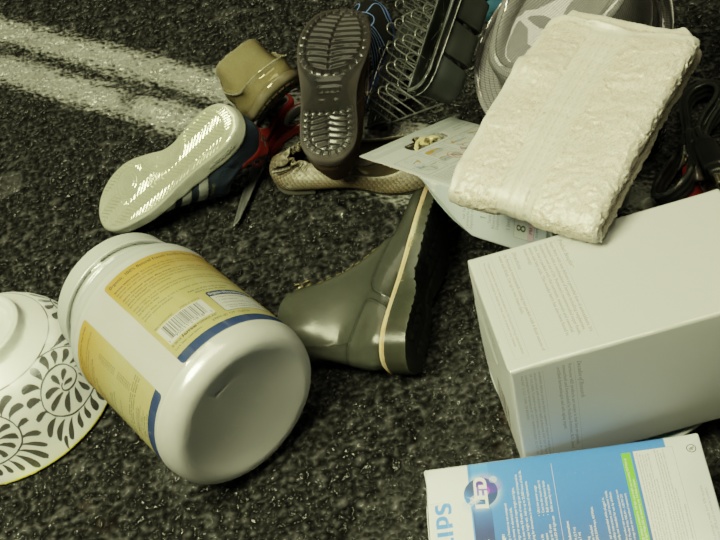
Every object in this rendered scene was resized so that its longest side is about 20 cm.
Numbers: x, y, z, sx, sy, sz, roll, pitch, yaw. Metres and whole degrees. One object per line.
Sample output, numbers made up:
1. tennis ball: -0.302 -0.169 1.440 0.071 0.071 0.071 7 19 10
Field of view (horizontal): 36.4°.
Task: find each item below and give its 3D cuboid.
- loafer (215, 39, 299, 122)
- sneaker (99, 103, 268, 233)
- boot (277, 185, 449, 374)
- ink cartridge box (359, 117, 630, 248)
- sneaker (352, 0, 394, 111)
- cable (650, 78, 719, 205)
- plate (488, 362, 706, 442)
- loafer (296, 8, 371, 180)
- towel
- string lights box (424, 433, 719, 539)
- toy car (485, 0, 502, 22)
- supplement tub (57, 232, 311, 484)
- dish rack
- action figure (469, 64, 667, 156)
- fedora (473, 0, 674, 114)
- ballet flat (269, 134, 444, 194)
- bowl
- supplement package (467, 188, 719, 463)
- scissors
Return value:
1. loafer: -0.116 -0.202 1.154 0.076 0.068 0.200 -41 15 -8
2. sneaker: -0.178 -0.091 1.128 0.199 0.084 0.076 -28 65 24
3. boot: 0.000 0.000 0.985 0.137 0.078 0.201 -1 46 22
4. ink cartridge box: 0.123 -0.081 1.000 0.199 0.058 0.162 16 28 34
5. sneaker: -0.008 -0.253 1.222 0.069 0.078 0.201 -1 47 16
6. cable: 0.317 -0.106 1.029 0.096 0.051 0.201 -21 30 20
7. plate: 0.203 0.068 0.890 0.198 0.026 0.201 -8 46 8
8. loafer: -0.028 -0.174 1.089 0.072 0.071 0.201 4 60 7
9. towel: 0.167 -0.118 0.847 0.132 0.035 0.201 18 67 33
10. string lights box: 0.148 0.184 0.771 0.198 0.059 0.103 -9 45 8
11. toy car: 0.183 -0.341 1.203 0.176 0.186 0.200 13 1 -24
12. supplement tub: -0.151 0.066 0.912 0.144 0.145 0.200 -38 49 -20
13. dish rack: 0.055 -0.223 1.105 0.200 0.054 0.155 -8 60 62
14. action figure: 0.207 -0.181 1.067 0.199 0.119 0.102 35 93 31
15. fedora: 0.177 -0.210 0.971 0.200 0.090 0.178 -39 64 15
16. ballet flat: 0.002 -0.112 1.106 0.198 0.047 0.068 -2 48 15
17. bowl: -0.330 0.084 0.984 0.199 0.095 0.202 -9 45 9
18. supplement package: 0.195 0.045 0.812 0.198 0.120 0.122 -15 42 1
19. scissors: -0.111 -0.121 1.174 0.073 0.014 0.201 13 54 25
